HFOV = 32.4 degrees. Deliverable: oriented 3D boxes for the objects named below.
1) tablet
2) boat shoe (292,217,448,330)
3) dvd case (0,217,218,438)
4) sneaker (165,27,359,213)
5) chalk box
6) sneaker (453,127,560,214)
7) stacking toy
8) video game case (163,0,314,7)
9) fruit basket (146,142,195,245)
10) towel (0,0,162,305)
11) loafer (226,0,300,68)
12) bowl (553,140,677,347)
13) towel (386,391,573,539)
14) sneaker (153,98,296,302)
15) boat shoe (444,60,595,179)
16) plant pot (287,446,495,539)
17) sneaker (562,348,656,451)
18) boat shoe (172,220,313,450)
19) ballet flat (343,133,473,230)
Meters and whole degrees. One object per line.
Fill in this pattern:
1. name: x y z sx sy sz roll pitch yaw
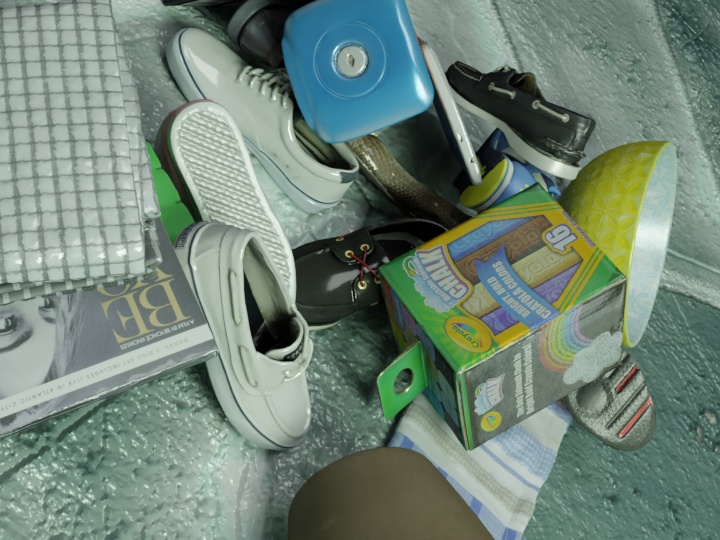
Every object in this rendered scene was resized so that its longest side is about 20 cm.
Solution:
1. tablet: 0.076 -0.152 1.131 0.200 0.014 0.131 -93 162 -76
2. boat shoe: -0.001 -0.003 1.040 0.201 0.063 0.074 -14 75 -42
3. dvd case: -0.198 -0.007 0.807 0.148 0.016 0.201 -20 71 -19
4. sneaker: -0.077 -0.141 1.060 0.200 0.071 0.073 43 44 -8
5. chalk box: 0.096 0.047 0.994 0.199 0.125 0.124 -27 53 -12
6. sneaker: 0.138 -0.078 1.161 0.082 0.074 0.200 35 20 -8
7. stacking toy: 0.012 -0.172 1.079 0.200 0.109 0.117 -17 89 -77
8. video game case: -0.044 -0.254 1.083 0.180 0.199 0.026 -10 98 -43
9. fruit basket: -0.213 -0.004 0.864 0.199 0.094 0.186 -27 80 -30
10. towel: -0.218 -0.069 0.779 0.165 0.086 0.201 -8 65 -15
11. loafer: -0.038 -0.202 1.117 0.063 0.072 0.200 49 29 21
12. bowl: 0.231 -0.034 1.201 0.107 0.201 0.200 12 39 22
13. towel: 0.104 0.143 1.056 0.147 0.024 0.200 43 44 -8
14. sneaker: -0.109 -0.037 0.965 0.075 0.105 0.201 -20 105 -16
15. boat shoe: 0.143 -0.154 1.141 0.074 0.061 0.200 12 24 -34
16. plant pot: 0.024 0.222 0.841 0.199 0.201 0.175 11 38 -34
17. sneaker: 0.193 0.076 1.121 0.200 0.074 0.087 47 6 10
18. boat shoe: -0.067 0.051 0.882 0.072 0.065 0.201 -49 132 -44
19. ballet flat: 0.047 -0.075 1.120 0.200 0.046 0.067 42 1 -13
